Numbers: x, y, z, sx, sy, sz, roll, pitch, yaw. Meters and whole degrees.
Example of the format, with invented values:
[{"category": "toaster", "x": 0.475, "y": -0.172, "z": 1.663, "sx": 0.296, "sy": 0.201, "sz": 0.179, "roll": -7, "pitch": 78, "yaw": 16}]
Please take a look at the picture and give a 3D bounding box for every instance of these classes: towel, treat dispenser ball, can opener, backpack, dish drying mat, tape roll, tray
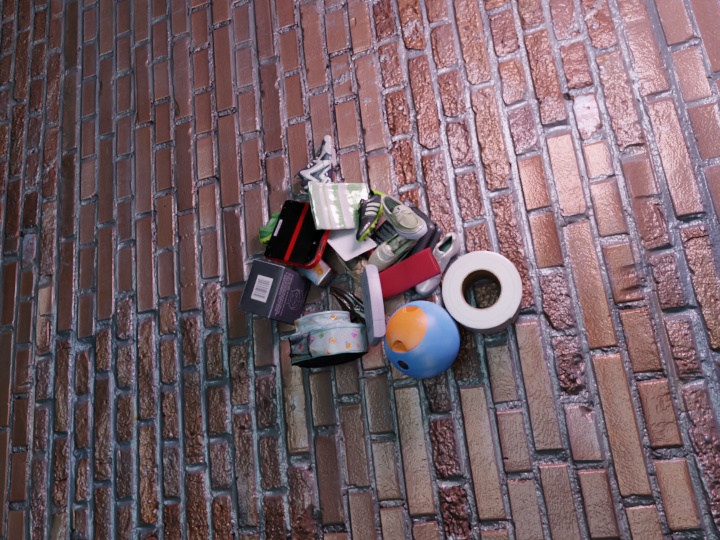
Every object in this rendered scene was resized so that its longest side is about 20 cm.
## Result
[{"category": "towel", "x": -0.053, "y": -0.194, "z": 1.563, "sx": 0.199, "sy": 0.023, "sz": 0.153, "roll": -4, "pitch": 71, "yaw": -29}, {"category": "treat dispenser ball", "x": 0.161, "y": 0.181, "z": 1.388, "sx": 0.200, "sy": 0.201, "sz": 0.202, "roll": -4, "pitch": 77, "yaw": 17}, {"category": "can opener", "x": 0.159, "y": -0.042, "z": 1.470, "sx": 0.201, "sy": 0.052, "sz": 0.067, "roll": -63, "pitch": 25, "yaw": 24}, {"category": "backpack", "x": -0.081, "y": 0.189, "z": 1.458, "sx": 0.199, "sy": 0.175, "sz": 0.154, "roll": -10, "pitch": 77, "yaw": 39}, {"category": "dish drying mat", "x": 0.126, "y": 0.011, "z": 1.454, "sx": 0.200, "sy": 0.018, "sz": 0.077, "roll": -28, "pitch": 83, "yaw": 34}, {"category": "tape roll", "x": 0.324, "y": 0.061, "z": 1.397, "sx": 0.202, "sy": 0.139, "sz": 0.204, "roll": -4, "pitch": 76, "yaw": 17}, {"category": "tray", "x": -0.045, "y": -0.097, "z": 1.564, "sx": 0.107, "sy": 0.022, "sz": 0.200, "roll": -27, "pitch": 46, "yaw": -16}]

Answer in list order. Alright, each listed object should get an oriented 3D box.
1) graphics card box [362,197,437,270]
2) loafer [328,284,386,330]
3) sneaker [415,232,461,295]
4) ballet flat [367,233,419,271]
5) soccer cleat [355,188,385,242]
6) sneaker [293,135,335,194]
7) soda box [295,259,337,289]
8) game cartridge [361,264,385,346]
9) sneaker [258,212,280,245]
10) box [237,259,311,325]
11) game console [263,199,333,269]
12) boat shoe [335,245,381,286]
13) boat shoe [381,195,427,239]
[{"category": "graphics card box", "x": 0.113, "y": -0.097, "z": 1.544, "sx": 0.125, "sy": 0.051, "sz": 0.200, "roll": 43, "pitch": 94, "yaw": 21}, {"category": "loafer", "x": -0.022, "y": 0.112, "z": 1.528, "sx": 0.200, "sy": 0.073, "sz": 0.071, "roll": 36, "pitch": 89, "yaw": 21}, {"category": "sneaker", "x": 0.209, "y": -0.024, "z": 1.483, "sx": 0.070, "sy": 0.080, "sz": 0.201, "roll": 31, "pitch": 90, "yaw": 19}, {"category": "ballet flat", "x": 0.097, "y": -0.070, "z": 1.482, "sx": 0.200, "sy": 0.069, "sz": 0.070, "roll": -38, "pitch": 70, "yaw": 7}, {"category": "soccer cleat", "x": 0.019, "y": -0.160, "z": 1.540, "sx": 0.081, "sy": 0.068, "sz": 0.200, "roll": 29, "pitch": 51, "yaw": 1}, {"category": "sneaker", "x": -0.148, "y": -0.325, "z": 1.659, "sx": 0.129, "sy": 0.079, "sz": 0.200, "roll": 0, "pitch": 88, "yaw": 9}, {"category": "soda box", "x": -0.167, "y": -0.032, "z": 1.611, "sx": 0.200, "sy": 0.064, "sz": 0.068, "roll": 41, "pitch": 92, "yaw": 22}, {"category": "game cartridge", "x": 0.034, "y": 0.093, "z": 1.425, "sx": 0.040, "sy": 0.133, "sz": 0.201, "roll": -5, "pitch": 71, "yaw": -5}, {"category": "sneaker", "x": -0.238, "y": -0.154, "z": 1.654, "sx": 0.199, "sy": 0.074, "sz": 0.084, "roll": -28, "pitch": 75, "yaw": 10}, {"category": "box", "x": -0.244, "y": 0.069, "z": 1.540, "sx": 0.107, "sy": 0.200, "sz": 0.149, "roll": 14, "pitch": 82, "yaw": 20}, {"category": "game console", "x": -0.179, "y": -0.109, "z": 1.570, "sx": 0.176, "sy": 0.031, "sz": 0.201, "roll": 12, "pitch": 72, "yaw": 23}, {"category": "boat shoe", "x": 0.000, "y": 0.000, "z": 1.550, "sx": 0.200, "sy": 0.065, "sz": 0.071, "roll": 39, "pitch": 91, "yaw": 21}, {"category": "boat shoe", "x": 0.109, "y": -0.147, "z": 1.450, "sx": 0.072, "sy": 0.062, "sz": 0.200, "roll": -39, "pitch": 38, "yaw": -6}]
